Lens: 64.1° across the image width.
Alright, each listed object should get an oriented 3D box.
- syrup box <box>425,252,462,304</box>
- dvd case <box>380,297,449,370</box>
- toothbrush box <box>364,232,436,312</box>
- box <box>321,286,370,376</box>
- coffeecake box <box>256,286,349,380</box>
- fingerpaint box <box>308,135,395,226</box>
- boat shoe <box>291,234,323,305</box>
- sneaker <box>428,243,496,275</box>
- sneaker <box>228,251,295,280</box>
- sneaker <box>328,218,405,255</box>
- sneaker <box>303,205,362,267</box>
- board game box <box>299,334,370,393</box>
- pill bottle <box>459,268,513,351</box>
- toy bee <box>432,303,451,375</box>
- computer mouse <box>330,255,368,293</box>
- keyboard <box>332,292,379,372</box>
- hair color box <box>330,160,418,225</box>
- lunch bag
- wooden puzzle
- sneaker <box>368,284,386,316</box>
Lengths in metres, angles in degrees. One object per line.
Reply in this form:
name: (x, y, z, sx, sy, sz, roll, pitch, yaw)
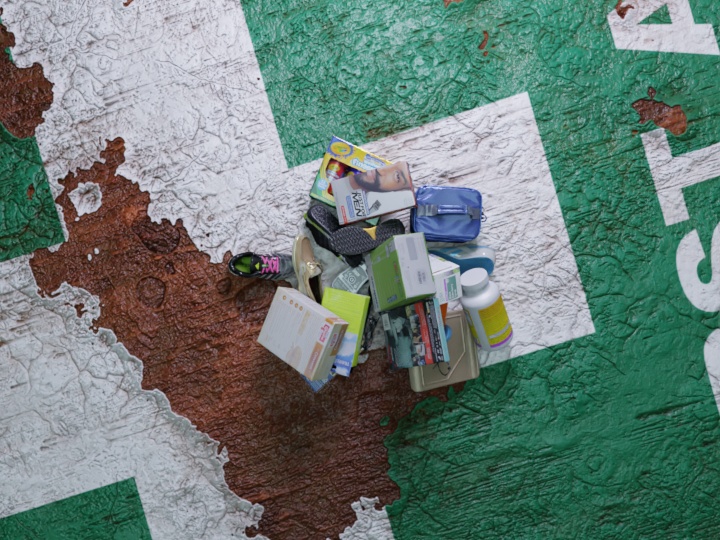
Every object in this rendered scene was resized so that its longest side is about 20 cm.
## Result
syrup box: (0.167, 0.013, 1.433, 0.080, 0.199, 0.081, -17, 111, -20)
dvd case: (0.127, 0.156, 1.383, 0.022, 0.198, 0.150, -3, 78, -39)
toothbrush box: (0.091, 0.009, 1.391, 0.084, 0.200, 0.149, -7, 79, -23)
box: (-0.053, 0.154, 1.466, 0.119, 0.048, 0.205, 12, 90, 21)
coffeecake box: (-0.146, 0.156, 1.440, 0.198, 0.073, 0.156, 29, 100, 30)
fingerpaint box: (-0.014, -0.230, 1.509, 0.196, 0.073, 0.170, 25, 92, 0)
boat shoe: (-0.130, 0.006, 1.508, 0.065, 0.074, 0.205, -2, 101, 34)
sneaker: (0.257, -0.030, 1.508, 0.195, 0.081, 0.078, 6, 121, 21)
sneaker: (-0.258, -0.012, 1.510, 0.195, 0.087, 0.076, 2, 91, 1)
sneaker: (0.013, -0.076, 1.450, 0.195, 0.090, 0.072, -13, 82, -10)
sneaker: (-0.073, -0.084, 1.508, 0.071, 0.083, 0.201, -34, 81, -36)
board game box: (-0.092, 0.200, 1.530, 0.199, 0.046, 0.152, -41, 89, 1)
pill bottle: (0.314, 0.098, 1.457, 0.102, 0.105, 0.203, -24, 116, 1)
toy bee: (0.164, 0.160, 1.431, 0.108, 0.202, 0.131, -24, 119, 42)
computer mouse: (0.000, 0.000, 1.528, 0.199, 0.044, 0.110, -42, 87, -1)
keyboard: (-0.010, 0.168, 1.496, 0.102, 0.039, 0.205, 18, 93, 23)
hair color box: (0.034, -0.189, 1.423, 0.195, 0.064, 0.114, -14, 89, 12)
lunch bag: (0.225, -0.142, 1.476, 0.195, 0.132, 0.140, 3, 91, 2)
wooden puzzle: (0.211, 0.207, 1.510, 0.195, 0.037, 0.190, -8, 91, -18)
sneaker: (0.096, 0.105, 1.520, 0.082, 0.072, 0.202, -36, 100, -10)
